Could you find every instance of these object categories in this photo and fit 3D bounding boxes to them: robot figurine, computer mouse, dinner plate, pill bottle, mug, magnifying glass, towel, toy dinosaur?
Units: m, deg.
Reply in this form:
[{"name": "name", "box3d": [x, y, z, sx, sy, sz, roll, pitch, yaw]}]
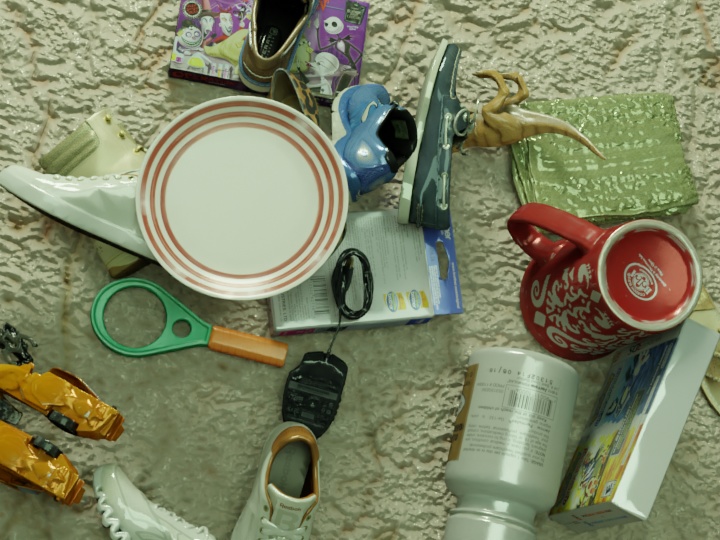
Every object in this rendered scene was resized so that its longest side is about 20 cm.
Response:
[{"name": "robot figurine", "box3d": [-0.330, 0.135, 1.483, 0.200, 0.058, 0.145, 26, 72, 18]}, {"name": "computer mouse", "box3d": [-0.031, 0.074, 1.570, 0.059, 0.034, 0.200, 19, 93, -4]}, {"name": "dinner plate", "box3d": [-0.111, -0.067, 1.484, 0.200, 0.024, 0.201, 1, 75, -4]}, {"name": "pill bottle", "box3d": [0.144, 0.186, 1.561, 0.114, 0.114, 0.200, 16, 73, -7]}, {"name": "mug", "box3d": [0.232, 0.012, 1.570, 0.177, 0.200, 0.134, 17, 80, -10]}, {"name": "magnifying glass", "box3d": [-0.171, 0.061, 1.576, 0.200, 0.022, 0.080, 15, 74, -8]}, {"name": "towel", "box3d": [0.258, -0.119, 1.700, 0.200, 0.036, 0.149, -8, 77, -11]}, {"name": "toy dinosaur", "box3d": [0.160, -0.158, 1.665, 0.200, 0.060, 0.106, -5, 88, 16]}]

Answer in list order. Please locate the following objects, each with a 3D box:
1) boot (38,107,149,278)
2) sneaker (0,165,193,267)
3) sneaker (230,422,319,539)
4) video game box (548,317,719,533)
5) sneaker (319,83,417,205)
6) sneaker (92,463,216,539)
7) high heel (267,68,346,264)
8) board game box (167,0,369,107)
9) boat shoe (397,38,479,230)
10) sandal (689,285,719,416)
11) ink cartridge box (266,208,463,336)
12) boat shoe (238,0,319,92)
[{"name": "boot", "box3d": [-0.204, -0.106, 1.582, 0.200, 0.073, 0.156, -34, 85, -7]}, {"name": "sneaker", "box3d": [-0.245, -0.072, 1.511, 0.200, 0.073, 0.085, 23, 85, -8]}, {"name": "sneaker", "box3d": [-0.082, 0.245, 1.500, 0.073, 0.085, 0.200, 9, 86, -9]}, {"name": "video game box", "box3d": [0.268, 0.156, 1.558, 0.047, 0.182, 0.200, 27, 72, -3]}, {"name": "sneaker", "box3d": [0.019, -0.133, 1.580, 0.089, 0.200, 0.079, -18, 119, 15]}, {"name": "sneaker", "box3d": [-0.179, 0.259, 1.486, 0.081, 0.075, 0.200, -37, 83, 2]}, {"name": "high heel", "box3d": [-0.064, -0.099, 1.535, 0.071, 0.143, 0.200, -13, 36, 9]}, {"name": "board game box", "box3d": [-0.096, -0.245, 1.665, 0.200, 0.032, 0.120, 9, 70, -9]}, {"name": "boat shoe", "box3d": [0.083, -0.139, 1.612, 0.062, 0.075, 0.200, 12, 73, 1]}, {"name": "sandal", "box3d": [0.389, 0.085, 1.659, 0.078, 0.070, 0.212, -33, 85, -17]}, {"name": "ink cartridge box", "box3d": [0.000, 0.000, 1.616, 0.200, 0.042, 0.120, -5, 76, -10]}, {"name": "boat shoe", "box3d": [-0.074, -0.285, 1.627, 0.072, 0.072, 0.200, 13, 73, -8]}]
